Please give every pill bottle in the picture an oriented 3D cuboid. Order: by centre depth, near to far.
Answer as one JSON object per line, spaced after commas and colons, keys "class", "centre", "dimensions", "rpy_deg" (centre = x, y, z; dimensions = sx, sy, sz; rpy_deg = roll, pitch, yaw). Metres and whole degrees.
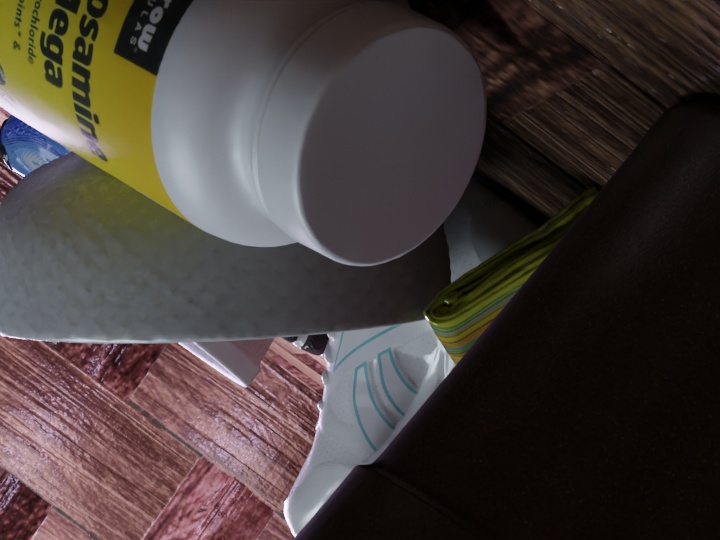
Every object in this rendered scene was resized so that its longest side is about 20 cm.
{"class": "pill bottle", "centre": [-0.052, -0.077, 0.779], "dimensions": [0.199, 0.113, 0.112], "rpy_deg": [29, 171, 43]}

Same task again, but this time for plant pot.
{"class": "plant pot", "centre": [0.100, 0.071, 0.664], "dimensions": [0.200, 0.199, 0.200], "rpy_deg": [35, 173, 5]}

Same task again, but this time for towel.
{"class": "towel", "centre": [0.076, 0.019, 0.935], "dimensions": [0.018, 0.086, 0.200], "rpy_deg": [59, 180, 17]}

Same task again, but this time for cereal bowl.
{"class": "cereal bowl", "centre": [-0.061, -0.021, 0.904], "dimensions": [0.198, 0.084, 0.200], "rpy_deg": [-3, -175, 0]}

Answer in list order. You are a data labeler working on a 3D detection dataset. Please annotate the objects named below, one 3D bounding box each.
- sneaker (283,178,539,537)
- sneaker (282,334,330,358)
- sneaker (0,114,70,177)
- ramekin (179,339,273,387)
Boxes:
{"class": "sneaker", "centre": [0.016, 0.041, 1.016], "dimensions": [0.080, 0.201, 0.070], "rpy_deg": [41, -156, 15]}
{"class": "sneaker", "centre": [0.000, 0.000, 1.096], "dimensions": [0.199, 0.076, 0.115], "rpy_deg": [21, -171, -33]}
{"class": "sneaker", "centre": [-0.105, -0.057, 1.117], "dimensions": [0.089, 0.079, 0.199], "rpy_deg": [-12, 160, 35]}
{"class": "ramekin", "centre": [-0.141, -0.005, 1.759], "dimensions": [0.200, 0.105, 0.200], "rpy_deg": [36, 173, 5]}
